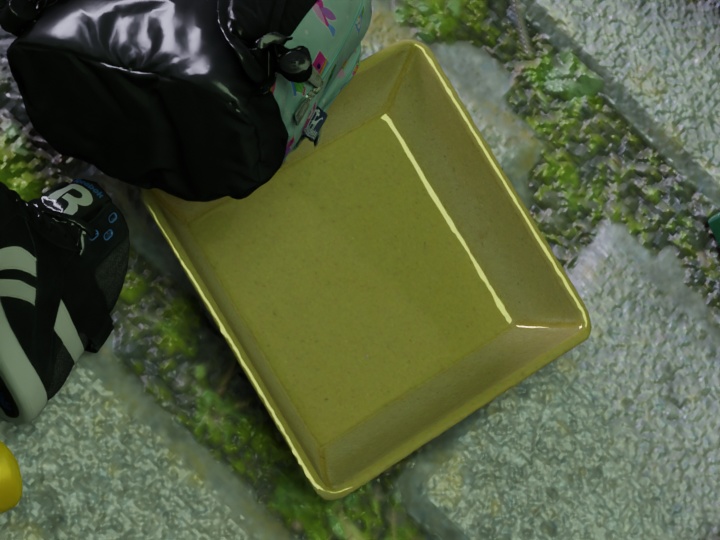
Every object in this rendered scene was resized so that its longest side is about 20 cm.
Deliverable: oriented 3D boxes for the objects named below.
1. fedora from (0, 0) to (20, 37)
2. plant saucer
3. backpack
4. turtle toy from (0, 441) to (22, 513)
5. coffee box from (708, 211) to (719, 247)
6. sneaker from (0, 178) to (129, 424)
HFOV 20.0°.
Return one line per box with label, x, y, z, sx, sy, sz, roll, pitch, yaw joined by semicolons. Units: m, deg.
fedora;-0.157;-0.220;1.105;0.091;0.201;0.201;30;62;27
plant saucer;0.000;0.000;1.141;0.199;0.048;0.201;-30;87;-26
backpack;-0.075;-0.130;1.079;0.165;0.127;0.201;20;45;15
turtle toy;-0.252;0.055;0.983;0.145;0.101;0.202;-19;119;-25
coffee box;0.309;0.030;1.250;0.122;0.044;0.202;-23;84;-24
sneaker;-0.174;-0.026;1.023;0.073;0.201;0.112;22;56;25
